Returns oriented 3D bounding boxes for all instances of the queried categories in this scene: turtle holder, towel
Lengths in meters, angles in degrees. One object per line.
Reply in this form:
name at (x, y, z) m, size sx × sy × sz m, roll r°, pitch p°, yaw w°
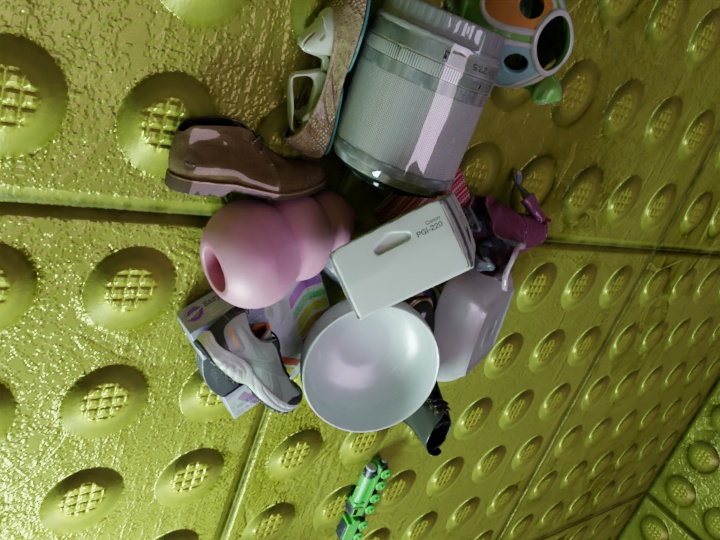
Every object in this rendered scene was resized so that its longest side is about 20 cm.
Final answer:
turtle holder at (0.198, -0.289, 0.863) m, size 0.139 × 0.131 × 0.189 m, roll -27°, pitch 134°, yaw -24°
towel at (0.094, -0.090, 0.971) m, size 0.145 × 0.022 × 0.200 m, roll -47°, pitch 151°, yaw -4°

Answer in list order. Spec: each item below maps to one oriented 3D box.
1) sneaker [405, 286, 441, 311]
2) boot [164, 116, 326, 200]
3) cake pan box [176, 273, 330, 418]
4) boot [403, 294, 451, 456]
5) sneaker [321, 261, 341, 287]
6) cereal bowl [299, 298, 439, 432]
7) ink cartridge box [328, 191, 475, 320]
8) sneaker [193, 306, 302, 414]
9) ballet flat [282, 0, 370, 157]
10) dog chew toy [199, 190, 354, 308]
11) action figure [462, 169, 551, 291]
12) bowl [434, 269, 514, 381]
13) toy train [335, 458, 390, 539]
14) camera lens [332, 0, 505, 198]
sneaker at (0.057, 0.111, 1.085) m, size 0.081 × 0.070 × 0.204 m, roll 12°, pitch 103°, yaw -50°
boot at (-0.117, -0.125, 0.759) m, size 0.196 × 0.073 × 0.077 m, roll -2°, pitch 115°, yaw -37°
cake pan box at (-0.131, 0.082, 0.912) m, size 0.198 × 0.052 × 0.187 m, roll -32°, pitch 134°, yaw -19°
boot at (0.102, 0.154, 1.005) m, size 0.076 × 0.138 × 0.204 m, roll -8°, pitch 119°, yaw -26°
sneaker at (0.000, 0.000, 0.961) m, size 0.072 × 0.072 × 0.200 m, roll -57°, pitch 148°, yaw -3°
cereal bowl at (0.008, 0.119, 0.941) m, size 0.195 × 0.084 × 0.205 m, roll -6°, pitch 116°, yaw -12°
ink cartridge box at (0.058, -0.025, 0.801) m, size 0.143 × 0.086 × 0.200 m, roll -25°, pitch -179°, yaw 13°
sneaker at (-0.122, 0.117, 0.856) m, size 0.080 × 0.074 × 0.201 m, roll -48°, pitch 139°, yaw -9°
ballet flat at (-0.044, -0.225, 0.752) m, size 0.064 × 0.071 × 0.204 m, roll 5°, pitch 113°, yaw -26°
dog chew toy at (-0.089, -0.037, 0.808) m, size 0.197 × 0.124 × 0.127 m, roll -25°, pitch 134°, yaw -31°
action figure at (0.248, -0.067, 1.059) m, size 0.197 × 0.148 × 0.137 m, roll -9°, pitch 124°, yaw -38°
bowl at (0.187, 0.085, 1.132) m, size 0.199 × 0.074 × 0.204 m, roll -28°, pitch 139°, yaw -53°
toy train at (0.003, 0.445, 1.310) m, size 0.055 × 0.042 × 0.204 m, roll 6°, pitch 116°, yaw -31°
camera lens at (0.063, -0.199, 0.790) m, size 0.157 × 0.160 × 0.204 m, roll 2°, pitch 118°, yaw -41°
